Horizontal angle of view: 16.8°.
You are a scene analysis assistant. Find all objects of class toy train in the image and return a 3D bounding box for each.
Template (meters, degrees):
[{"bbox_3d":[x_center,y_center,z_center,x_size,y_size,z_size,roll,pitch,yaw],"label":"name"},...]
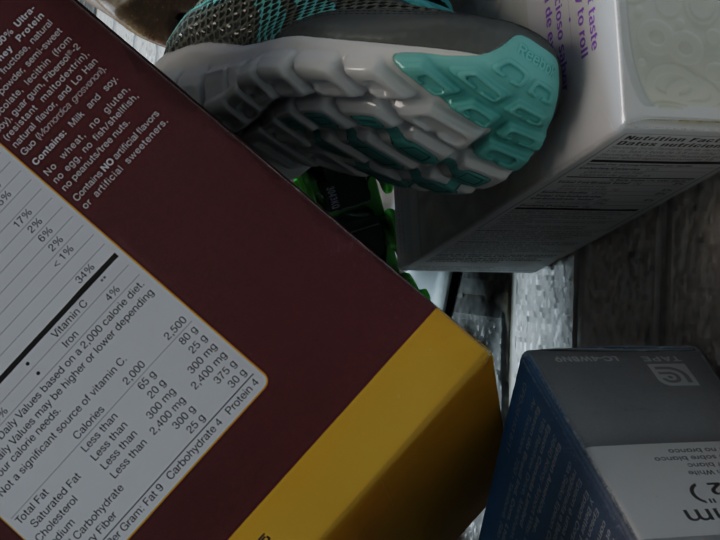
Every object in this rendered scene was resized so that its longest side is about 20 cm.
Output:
[{"bbox_3d":[0.000,0.000,0.917,0.056,0.042,0.200,-118,12,-58],"label":"toy train"}]

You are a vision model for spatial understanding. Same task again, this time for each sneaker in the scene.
[{"bbox_3d":[-0.003,-0.078,0.775,0.200,0.078,0.091,7,67,54],"label":"sneaker"}]

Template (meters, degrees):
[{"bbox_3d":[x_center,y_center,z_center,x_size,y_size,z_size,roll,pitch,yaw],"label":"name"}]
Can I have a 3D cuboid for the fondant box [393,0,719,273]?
[{"bbox_3d":[0.065,-0.089,0.788,0.200,0.058,0.144,147,122,-68],"label":"fondant box"}]

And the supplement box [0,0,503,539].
[{"bbox_3d":[-0.073,0.032,0.757,0.200,0.133,0.197,41,172,13],"label":"supplement box"}]

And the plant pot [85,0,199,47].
[{"bbox_3d":[-0.089,-0.194,1.077,0.198,0.200,0.200,-134,47,-56],"label":"plant pot"}]

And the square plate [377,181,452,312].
[{"bbox_3d":[-0.010,0.005,1.063,0.198,0.028,0.200,-117,34,-55],"label":"square plate"}]

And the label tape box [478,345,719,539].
[{"bbox_3d":[0.091,0.134,0.691,0.200,0.066,0.143,-119,34,-53],"label":"label tape box"}]
